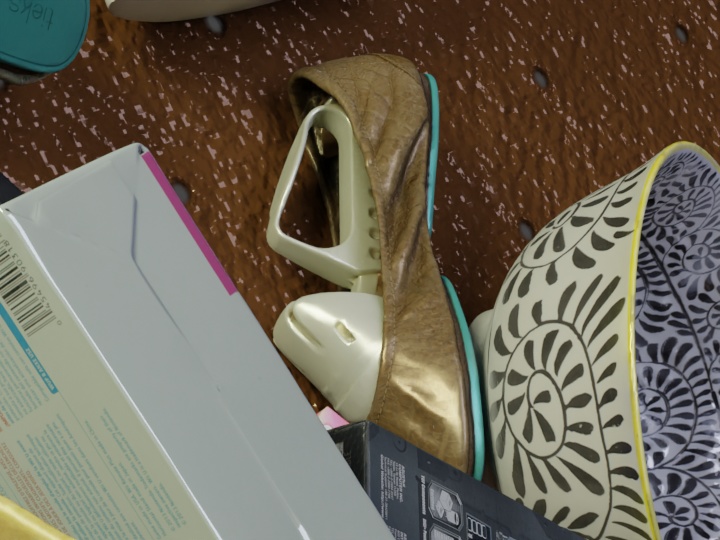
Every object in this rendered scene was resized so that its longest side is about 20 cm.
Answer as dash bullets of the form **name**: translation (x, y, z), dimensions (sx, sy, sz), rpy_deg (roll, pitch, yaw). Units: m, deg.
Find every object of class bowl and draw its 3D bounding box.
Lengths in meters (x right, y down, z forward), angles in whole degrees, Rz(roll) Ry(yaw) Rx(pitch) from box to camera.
- **bowl**: translation (0.096, 0.056, 1.038), dimensions (0.201, 0.094, 0.202), rpy_deg (-7, 90, -66)

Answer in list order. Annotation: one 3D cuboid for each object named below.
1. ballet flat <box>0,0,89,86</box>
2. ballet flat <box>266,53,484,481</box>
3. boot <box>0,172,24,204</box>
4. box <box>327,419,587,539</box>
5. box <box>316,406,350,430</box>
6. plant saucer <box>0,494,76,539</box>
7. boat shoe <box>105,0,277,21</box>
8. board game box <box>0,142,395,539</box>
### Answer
- **ballet flat**: translation (-0.162, -0.103, 0.873), dimensions (0.200, 0.062, 0.068), rpy_deg (29, 81, -63)
- **ballet flat**: translation (0.000, 0.000, 1.026), dimensions (0.072, 0.068, 0.201), rpy_deg (6, 60, -21)
- **boot**: translation (-0.124, 0.014, 0.853), dimensions (0.200, 0.066, 0.165), rpy_deg (46, 10, -20)
- **box**: translation (0.033, 0.165, 0.801), dimensions (0.157, 0.051, 0.201), rpy_deg (30, 50, -42)
- **box**: translation (-0.034, 0.158, 0.857), dimensions (0.095, 0.102, 0.200), rpy_deg (40, 44, -21)
- **plant saucer**: translation (-0.133, 0.155, 0.690), dimensions (0.199, 0.048, 0.200), rpy_deg (27, 72, 22)
- **boat shoe**: translation (-0.037, -0.144, 1.054), dimensions (0.200, 0.072, 0.069), rpy_deg (-20, 93, -49)
- **board game box**: translation (-0.100, 0.074, 0.763), dimensions (0.064, 0.200, 0.148), rpy_deg (-33, 92, -51)
